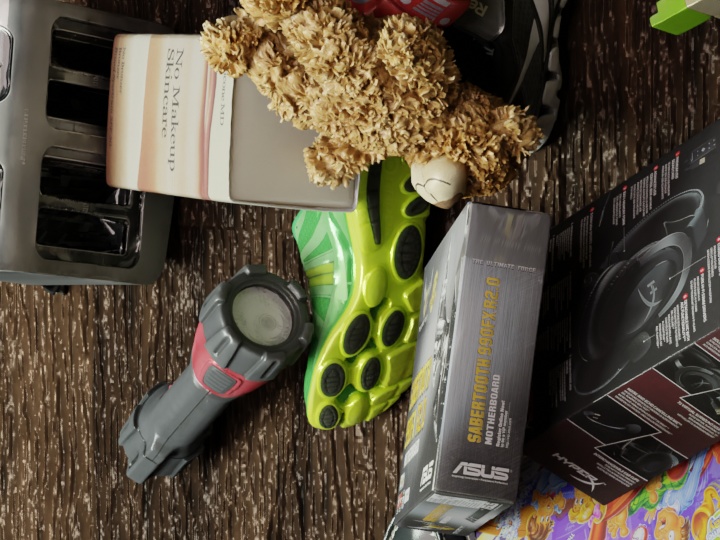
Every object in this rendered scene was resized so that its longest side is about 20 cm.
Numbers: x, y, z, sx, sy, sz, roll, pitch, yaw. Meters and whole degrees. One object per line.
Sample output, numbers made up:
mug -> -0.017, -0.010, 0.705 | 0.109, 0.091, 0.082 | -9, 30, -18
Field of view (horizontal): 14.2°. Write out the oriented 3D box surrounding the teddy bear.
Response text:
teddy bear -> 0.003, -0.096, 1.612 | 0.145, 0.200, 0.067 | -25, 34, 33

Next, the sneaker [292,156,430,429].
sneaker -> 0.000, 0.000, 1.774 | 0.084, 0.074, 0.201 | -144, 59, -60

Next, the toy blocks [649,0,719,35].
toy blocks -> 0.233, -0.229, 1.557 | 0.200, 0.100, 0.137 | -26, 65, 37

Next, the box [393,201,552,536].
box -> 0.060, 0.060, 1.618 | 0.048, 0.200, 0.159 | 8, 80, -4

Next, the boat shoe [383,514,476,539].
boat shoe -> 0.030, 0.235, 1.758 | 0.075, 0.060, 0.201 | 4, 95, 39

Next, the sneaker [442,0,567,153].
sneaker -> 0.080, -0.165, 1.674 | 0.066, 0.090, 0.201 | 11, 100, 37

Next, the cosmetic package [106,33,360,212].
cosmetic package -> -0.079, -0.092, 1.760 | 0.200, 0.087, 0.104 | 6, 93, 63

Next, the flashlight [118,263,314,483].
flashlight -> -0.094, 0.066, 1.813 | 0.200, 0.067, 0.068 | -48, 54, 57

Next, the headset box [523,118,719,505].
headset box -> 0.179, 0.014, 1.572 | 0.200, 0.077, 0.149 | -33, 37, 34

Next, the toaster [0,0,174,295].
toaster -> -0.211, -0.079, 1.862 | 0.118, 0.200, 0.182 | 4, 87, 36

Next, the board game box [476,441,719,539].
board game box -> 0.152, 0.144, 1.629 | 0.200, 0.045, 0.135 | -35, 43, 34

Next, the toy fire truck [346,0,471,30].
toy fire truck -> 0.000, -0.193, 1.703 | 0.141, 0.049, 0.201 | -40, 38, 35
